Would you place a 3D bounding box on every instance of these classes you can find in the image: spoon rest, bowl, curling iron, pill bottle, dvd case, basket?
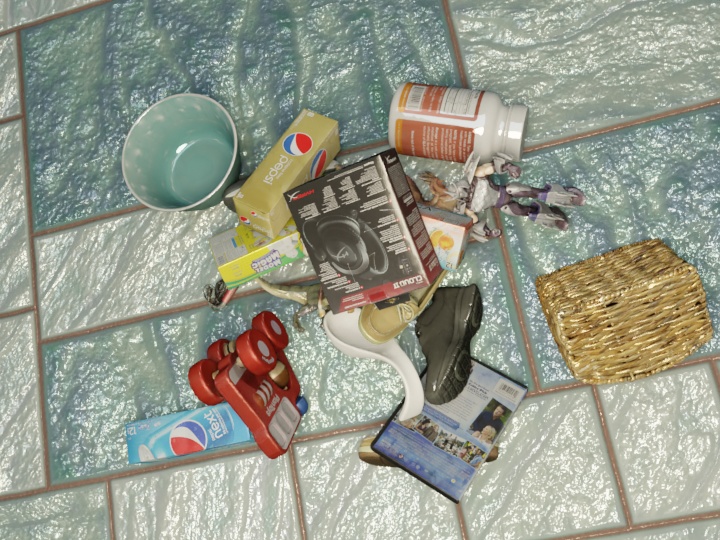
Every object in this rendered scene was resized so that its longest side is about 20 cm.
[{"bbox_3d":[0.024,0.119,1.059,0.200,0.099,0.061,49,132,29],"label":"spoon rest"},{"bbox_3d":[-0.279,-0.178,1.225,0.201,0.105,0.201,-3,77,12],"label":"bowl"},{"bbox_3d":[-0.190,-0.021,1.209,0.050,0.026,0.200,34,86,16],"label":"curling iron"},{"bbox_3d":[0.150,-0.221,1.132,0.200,0.112,0.112,11,80,15],"label":"pill bottle"},{"bbox_3d":[0.126,0.207,1.041,0.143,0.018,0.200,27,60,23],"label":"dvd case"},{"bbox_3d":[0.369,0.061,1.043,0.200,0.149,0.143,-21,107,8],"label":"basket"}]

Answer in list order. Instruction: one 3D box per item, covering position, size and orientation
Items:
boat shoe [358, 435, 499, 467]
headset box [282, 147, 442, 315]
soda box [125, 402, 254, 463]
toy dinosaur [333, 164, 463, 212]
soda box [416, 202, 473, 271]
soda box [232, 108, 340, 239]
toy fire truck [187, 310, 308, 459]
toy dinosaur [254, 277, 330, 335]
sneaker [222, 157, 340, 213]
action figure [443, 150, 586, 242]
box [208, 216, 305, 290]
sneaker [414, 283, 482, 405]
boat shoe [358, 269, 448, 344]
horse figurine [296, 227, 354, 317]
[{"bbox_3d":[0.096,0.240,1.069,0.200,0.072,0.076,-2,64,3],"label":"boat shoe"},{"bbox_3d":[0.008,-0.042,0.990,0.149,0.077,0.200,-19,100,24],"label":"headset box"},{"bbox_3d":[-0.255,0.249,1.140,0.200,0.068,0.064,-14,74,9],"label":"soda box"},{"bbox_3d":[0.061,-0.120,1.134,0.200,0.086,0.136,37,87,8],"label":"toy dinosaur"},{"bbox_3d":[0.053,-0.063,1.044,0.200,0.064,0.068,17,112,14],"label":"soda box"},{"bbox_3d":[-0.107,-0.147,1.115,0.064,0.068,0.200,24,62,16],"label":"soda box"},{"bbox_3d":[-0.144,0.165,1.079,0.112,0.200,0.168,-32,99,14],"label":"toy fire truck"},{"bbox_3d":[-0.068,0.054,1.140,0.200,0.047,0.088,3,77,-10],"label":"toy dinosaur"},{"bbox_3d":[-0.129,-0.150,1.203,0.200,0.075,0.085,-17,59,-8],"label":"sneaker"},{"bbox_3d":[0.212,-0.104,1.057,0.200,0.130,0.069,6,34,-15],"label":"action figure"},{"bbox_3d":[-0.129,-0.051,1.146,0.200,0.048,0.117,-26,31,-6],"label":"box"},{"bbox_3d":[0.117,0.105,1.073,0.091,0.076,0.200,2,48,25],"label":"sneaker"},{"bbox_3d":[0.073,0.024,1.067,0.073,0.063,0.201,46,62,5],"label":"boat shoe"},{"bbox_3d":[0.000,0.000,1.108,0.200,0.050,0.133,-2,72,-29],"label":"horse figurine"}]
